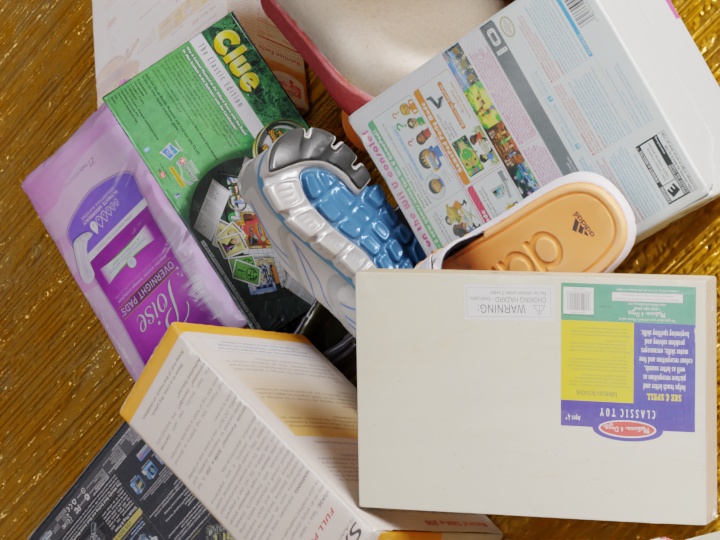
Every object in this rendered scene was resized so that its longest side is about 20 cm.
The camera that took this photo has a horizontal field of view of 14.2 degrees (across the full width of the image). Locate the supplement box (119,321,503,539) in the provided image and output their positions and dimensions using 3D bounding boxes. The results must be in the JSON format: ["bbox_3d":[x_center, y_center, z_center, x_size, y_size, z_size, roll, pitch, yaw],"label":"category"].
[{"bbox_3d":[-0.030,0.120,1.695,0.200,0.126,0.074,44,112,34],"label":"supplement box"}]

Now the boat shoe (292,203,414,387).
[{"bbox_3d":[0.016,0.005,1.786,0.200,0.065,0.072,-56,37,20],"label":"boat shoe"}]

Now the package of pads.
[{"bbox_3d":[-0.133,-0.016,1.930,0.121,0.076,0.200,-43,70,34],"label":"package of pads"}]

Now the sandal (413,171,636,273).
[{"bbox_3d":[0.067,0.013,1.607,0.079,0.059,0.207,53,132,7],"label":"sandal"}]

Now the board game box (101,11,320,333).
[{"bbox_3d":[-0.072,-0.060,1.859,0.105,0.023,0.200,-33,72,1],"label":"board game box"}]

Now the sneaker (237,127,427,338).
[{"bbox_3d":[0.000,0.000,1.728,0.075,0.200,0.087,-43,14,-25],"label":"sneaker"}]

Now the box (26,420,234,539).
[{"bbox_3d":[-0.118,0.182,1.837,0.161,0.049,0.200,50,119,19],"label":"box"}]

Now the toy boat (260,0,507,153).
[{"bbox_3d":[0.017,-0.132,1.829,0.200,0.130,0.131,-127,33,-51],"label":"toy boat"}]

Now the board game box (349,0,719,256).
[{"bbox_3d":[0.107,-0.072,1.632,0.200,0.064,0.148,-31,86,42],"label":"board game box"}]

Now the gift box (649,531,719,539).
[{"bbox_3d":[0.210,0.221,1.317,0.187,0.184,0.200,-20,52,46],"label":"gift box"}]

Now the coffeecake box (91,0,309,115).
[{"bbox_3d":[-0.117,-0.167,2.043,0.153,0.073,0.200,-35,48,39],"label":"coffeecake box"}]

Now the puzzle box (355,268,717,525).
[{"bbox_3d":[0.094,0.067,1.563,0.200,0.025,0.133,2,96,21],"label":"puzzle box"}]
